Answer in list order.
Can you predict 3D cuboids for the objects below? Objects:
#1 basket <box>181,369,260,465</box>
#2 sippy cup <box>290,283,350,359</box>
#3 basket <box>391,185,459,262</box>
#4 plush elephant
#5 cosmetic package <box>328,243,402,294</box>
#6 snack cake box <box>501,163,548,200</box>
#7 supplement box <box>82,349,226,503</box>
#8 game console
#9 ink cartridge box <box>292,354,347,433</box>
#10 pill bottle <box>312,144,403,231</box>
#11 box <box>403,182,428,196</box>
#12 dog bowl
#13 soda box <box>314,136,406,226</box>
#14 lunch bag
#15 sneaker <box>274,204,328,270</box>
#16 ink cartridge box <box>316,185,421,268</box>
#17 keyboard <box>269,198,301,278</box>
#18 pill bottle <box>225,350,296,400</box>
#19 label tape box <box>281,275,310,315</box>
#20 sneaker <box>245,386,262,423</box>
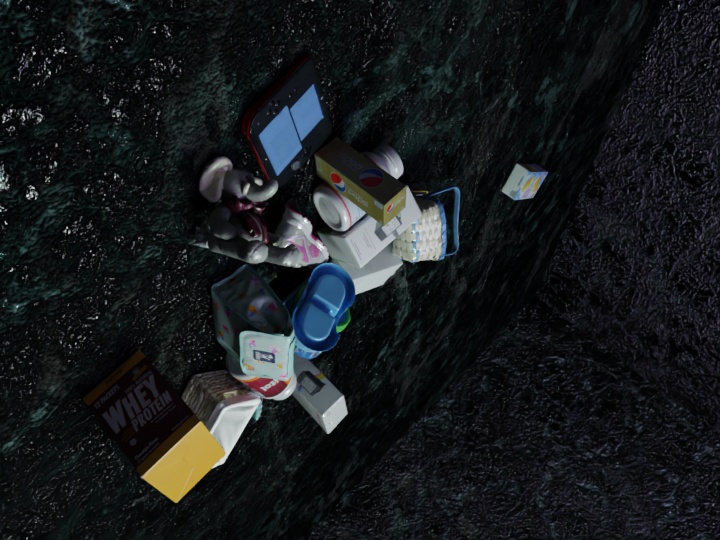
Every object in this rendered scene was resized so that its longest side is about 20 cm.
[{"bbox_3d":[-0.346,0.339,1.420,0.202,0.123,0.135,-58,156,14],"label":"basket"},{"bbox_3d":[-0.108,0.124,1.421,0.174,0.141,0.132,9,128,-34],"label":"sippy cup"},{"bbox_3d":[0.174,-0.114,1.582,0.196,0.138,0.181,-12,111,-28],"label":"basket"},{"bbox_3d":[-0.198,-0.103,1.067,0.164,0.196,0.159,7,96,-64],"label":"plush elephant"},{"bbox_3d":[0.000,0.000,1.577,0.197,0.082,0.113,-19,161,-44],"label":"cosmetic package"},{"bbox_3d":[0.610,-0.330,2.312,0.198,0.067,0.117,-14,135,-54],"label":"snack cake box"},{"bbox_3d":[-0.388,0.300,1.194,0.132,0.199,0.199,-41,154,-20],"label":"supplement box"},{"bbox_3d":[-0.124,-0.259,1.121,0.177,0.031,0.201,-46,156,-14],"label":"game console"},{"bbox_3d":[-0.132,0.325,1.694,0.085,0.199,0.149,-41,155,-19],"label":"ink cartridge box"},{"bbox_3d":[-0.001,-0.184,1.350,0.199,0.108,0.110,-42,154,-24],"label":"pill bottle"},{"bbox_3d":[0.082,-0.148,1.626,0.198,0.049,0.162,-11,135,-57],"label":"box"},{"bbox_3d":[-0.084,0.082,1.315,0.049,0.110,0.203,-37,-154,55],"label":"dog bowl"},{"bbox_3d":[-0.002,-0.180,1.241,0.067,0.199,0.065,-40,154,-23],"label":"soda box"},{"bbox_3d":[-0.209,0.121,1.277,0.121,0.199,0.173,-34,152,-33],"label":"lunch bag"},{"bbox_3d":[-0.133,-0.048,1.299,0.089,0.081,0.201,-51,149,-12],"label":"sneaker"},{"bbox_3d":[0.020,-0.108,1.419,0.199,0.145,0.085,-40,116,-19],"label":"ink cartridge box"},{"bbox_3d":[-0.163,-0.059,1.339,0.128,0.020,0.201,-51,156,-19],"label":"keyboard"},{"bbox_3d":[-0.221,0.227,1.444,0.113,0.112,0.201,-47,148,-10],"label":"pill bottle"},{"bbox_3d":[-0.149,0.091,1.512,0.143,0.066,0.202,-41,148,-25],"label":"label tape box"},{"bbox_3d":[-0.259,0.308,1.601,0.087,0.074,0.203,-35,150,-43],"label":"sneaker"}]
